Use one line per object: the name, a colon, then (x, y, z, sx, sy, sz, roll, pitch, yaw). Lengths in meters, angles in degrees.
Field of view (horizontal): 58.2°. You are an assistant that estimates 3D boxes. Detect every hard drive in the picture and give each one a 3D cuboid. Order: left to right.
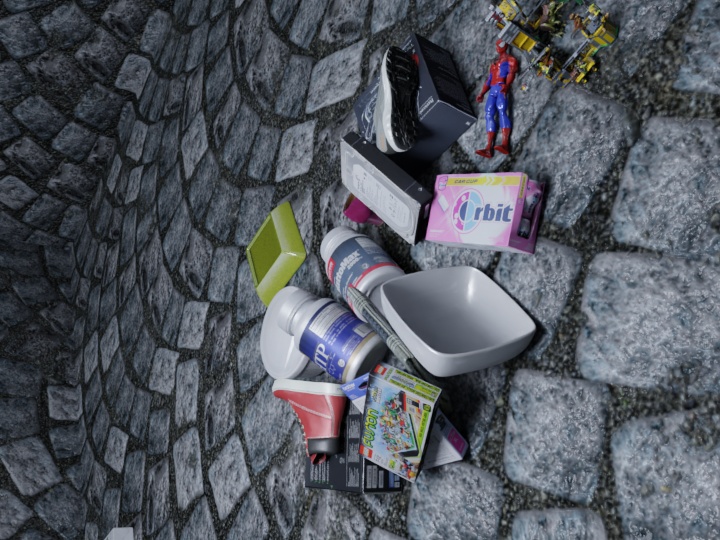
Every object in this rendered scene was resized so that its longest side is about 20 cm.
hard drive: (0.042, -0.148, 1.178, 0.200, 0.038, 0.140, 44, 159, 19)

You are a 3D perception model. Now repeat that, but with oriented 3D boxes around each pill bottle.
pill bottle: (-0.057, 0.123, 1.227, 0.199, 0.119, 0.121, 32, 107, 23)
pill bottle: (0.000, 0.000, 1.253, 0.200, 0.118, 0.121, 49, 117, 48)

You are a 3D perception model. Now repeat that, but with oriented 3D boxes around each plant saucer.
plant saucer: (-0.226, -0.045, 1.625, 0.200, 0.047, 0.201, -50, 44, 31)

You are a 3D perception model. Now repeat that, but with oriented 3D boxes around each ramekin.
ramekin: (-0.128, 0.140, 1.400, 0.201, 0.093, 0.205, -22, 62, 48)

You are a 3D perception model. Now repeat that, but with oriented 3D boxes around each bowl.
bowl: (0.142, 0.083, 0.992, 0.200, 0.197, 0.076, 50, 141, 47)

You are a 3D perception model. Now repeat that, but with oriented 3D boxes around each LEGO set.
LEGO set: (0.283, -0.383, 0.994, 0.154, 0.115, 0.202, -42, 49, 37)

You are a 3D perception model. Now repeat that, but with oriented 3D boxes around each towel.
towel: (0.070, 0.130, 1.073, 0.034, 0.200, 0.193, -40, 45, -3)

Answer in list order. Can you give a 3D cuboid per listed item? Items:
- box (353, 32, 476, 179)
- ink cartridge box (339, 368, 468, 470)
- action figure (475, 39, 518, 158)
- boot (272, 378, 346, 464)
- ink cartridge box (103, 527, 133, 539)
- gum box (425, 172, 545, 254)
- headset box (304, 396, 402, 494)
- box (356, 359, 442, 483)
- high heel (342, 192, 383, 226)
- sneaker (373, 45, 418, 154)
box: (0.097, -0.302, 1.230, 0.200, 0.103, 0.184, -43, 49, 38)
ink cartridge box: (0.070, 0.235, 1.047, 0.119, 0.200, 0.042, -32, 14, 43)
action figure: (0.232, -0.298, 1.098, 0.065, 0.051, 0.203, -6, 72, 56)
boot: (-0.104, 0.276, 1.193, 0.199, 0.072, 0.147, -5, 77, 50)
ink cartridge box: (-0.787, 0.918, 2.058, 0.200, 0.066, 0.117, -50, 45, 32)
gum box: (0.203, -0.094, 1.054, 0.199, 0.065, 0.115, 9, 88, 54)
headset box: (-0.019, 0.317, 1.201, 0.199, 0.092, 0.177, -18, 65, 49)
box: (0.057, 0.239, 1.007, 0.109, 0.035, 0.202, 22, 132, 18)
high heel: (0.001, -0.191, 1.328, 0.067, 0.095, 0.203, -33, 55, 42)
sneaker: (0.053, -0.301, 1.143, 0.079, 0.073, 0.203, -15, 69, 55)
